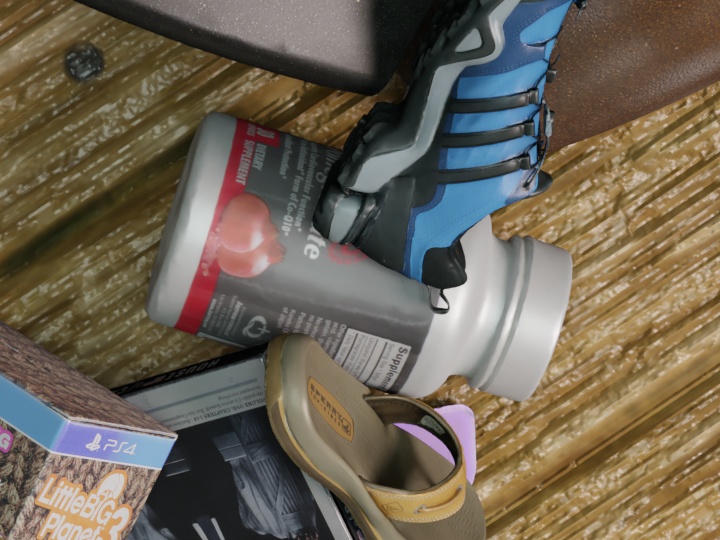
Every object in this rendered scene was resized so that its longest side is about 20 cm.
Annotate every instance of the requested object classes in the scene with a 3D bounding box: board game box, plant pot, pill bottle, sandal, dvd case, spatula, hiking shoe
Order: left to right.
[{"bbox_3d":[-0.213,0.127,1.156,0.159,0.097,0.201,30,95,29],"label":"board game box"},{"bbox_3d":[-0.064,0.143,1.201,0.150,0.025,0.201,-17,106,29],"label":"dvd case"},{"bbox_3d":[-0.045,-0.193,1.129,0.177,0.199,0.201,28,94,-20],"label":"plant pot"},{"bbox_3d":[-0.036,0.107,1.245,0.199,0.021,0.057,-5,103,-4],"label":"spatula"},{"bbox_3d":[0.000,0.000,1.189,0.199,0.111,0.111,17,96,-8],"label":"pill bottle"},{"bbox_3d":[0.019,0.091,1.166,0.054,0.081,0.200,-20,140,21],"label":"sandal"},{"bbox_3d":[0.062,-0.078,1.092,0.086,0.075,0.200,32,117,-10],"label":"hiking shoe"},{"bbox_3d":[0.114,-0.146,1.160,0.200,0.187,0.187,-39,100,16],"label":"plant pot"}]
